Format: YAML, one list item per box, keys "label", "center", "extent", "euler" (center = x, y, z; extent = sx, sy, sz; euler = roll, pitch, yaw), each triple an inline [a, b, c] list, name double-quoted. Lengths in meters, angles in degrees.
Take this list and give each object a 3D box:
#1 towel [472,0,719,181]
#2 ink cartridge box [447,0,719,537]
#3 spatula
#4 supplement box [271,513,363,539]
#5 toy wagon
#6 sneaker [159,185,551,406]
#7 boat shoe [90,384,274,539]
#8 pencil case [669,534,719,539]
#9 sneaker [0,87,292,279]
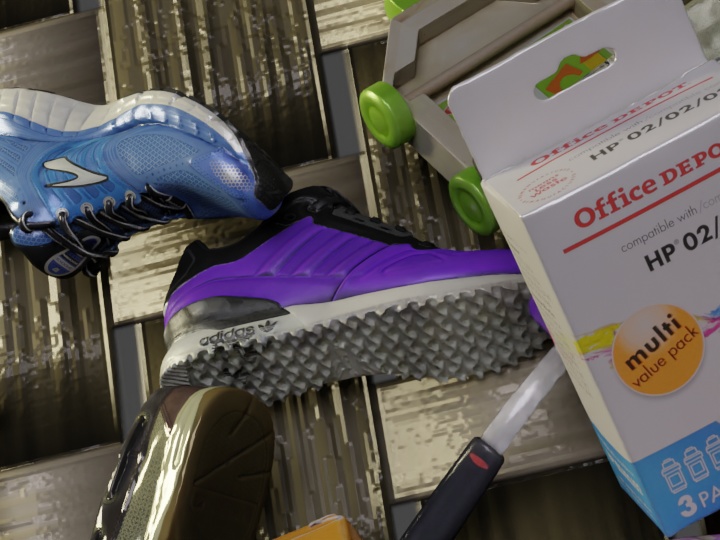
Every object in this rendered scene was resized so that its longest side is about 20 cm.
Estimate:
- label: "towel"
  center: [0.179, -0.026, 1.103]
  extent: [0.199, 0.035, 0.193]
  euler: [-33, 87, 0]
- label: "ink cartridge box"
  center: [0.129, -0.006, 1.017]
  extent: [0.115, 0.201, 0.068]
  euler: [-28, 19, -3]
- label: "spatula"
  center: [0.068, 0.066, 1.091]
  extent: [0.056, 0.021, 0.201]
  euler: [38, 100, 13]
- label: "supplement box"
  center: [-0.004, 0.212, 1.048]
  extent: [0.066, 0.069, 0.201]
  euler: [-22, 63, 12]
- label: "toy wagon"
  center: [0.074, -0.101, 1.184]
  extent: [0.155, 0.040, 0.200]
  euler: [-32, 58, -22]
- label: "sneaker"
  center: [0.000, 0.000, 1.153]
  extent: [0.198, 0.070, 0.100]
  euler: [-9, 54, 6]
- label: "boat shoe"
  center: [-0.098, 0.148, 1.109]
  extent: [0.066, 0.072, 0.202]
  euler: [8, 77, 48]
- label: "pencil case"
  center: [0.137, 0.143, 1.039]
  extent: [0.198, 0.084, 0.086]
  euler: [-9, 59, 10]
- label: "sneaker"
  center: [-0.118, -0.033, 1.177]
  extent: [0.199, 0.079, 0.090]
  euler: [3, 63, 39]
